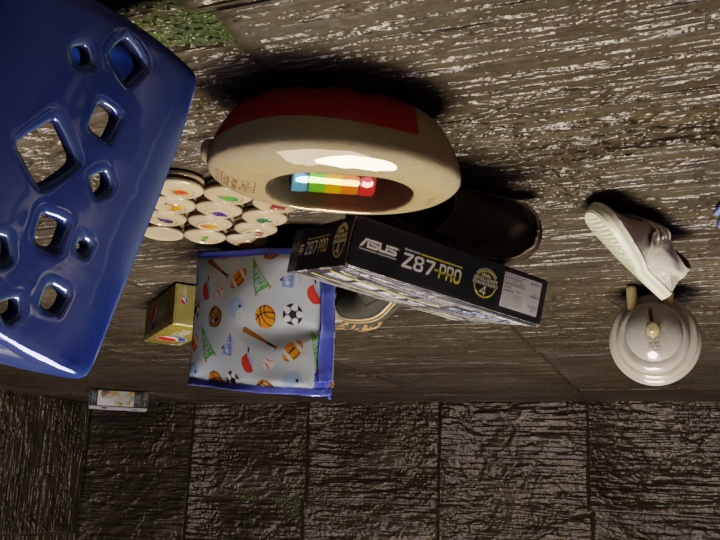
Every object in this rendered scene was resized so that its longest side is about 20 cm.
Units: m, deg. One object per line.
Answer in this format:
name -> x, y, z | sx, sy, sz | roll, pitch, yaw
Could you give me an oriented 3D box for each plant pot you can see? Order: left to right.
plant pot -> -0.237, -0.073, 0.439 | 0.197, 0.203, 0.180 | 10, 164, 25

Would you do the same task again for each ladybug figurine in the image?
ladybug figurine -> -0.021, -0.092, 0.616 | 0.196, 0.073, 0.136 | 4, 166, -11

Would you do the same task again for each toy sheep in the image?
toy sheep -> 0.411, 0.093, 1.141 | 0.135, 0.141, 0.199 | -5, 164, 26

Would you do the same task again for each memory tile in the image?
memory tile -> -0.155, -0.059, 0.873 | 0.150, 0.017, 0.200 | 7, 165, -19

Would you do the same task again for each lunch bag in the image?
lunch bag -> -0.102, 0.061, 0.972 | 0.198, 0.174, 0.123 | -4, 173, 44

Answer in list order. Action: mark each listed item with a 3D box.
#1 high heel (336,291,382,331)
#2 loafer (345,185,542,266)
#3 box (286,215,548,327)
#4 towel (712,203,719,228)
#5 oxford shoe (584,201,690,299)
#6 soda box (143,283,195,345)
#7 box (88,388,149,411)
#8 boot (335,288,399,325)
high heel -> -0.055, 0.068, 1.221 | 0.196, 0.073, 0.143 | -5, 160, -10
loafer -> 0.086, -0.045, 0.772 | 0.196, 0.075, 0.071 | 5, 167, -11
box -> 0.048, 0.006, 0.758 | 0.197, 0.050, 0.161 | 17, 170, -21
towel -> 0.439, -0.068, 0.741 | 0.196, 0.024, 0.147 | 0, 164, 9
oxford shoe -> 0.292, -0.030, 0.852 | 0.058, 0.076, 0.199 | -46, 137, 13
soda box -> -0.291, 0.074, 1.303 | 0.067, 0.065, 0.199 | 9, 163, -25
box -> -0.837, 0.450, 2.822 | 0.196, 0.061, 0.117 | 7, 164, -18
boot -> 0.000, 0.000, 0.992 | 0.137, 0.079, 0.199 | 20, 146, -36
